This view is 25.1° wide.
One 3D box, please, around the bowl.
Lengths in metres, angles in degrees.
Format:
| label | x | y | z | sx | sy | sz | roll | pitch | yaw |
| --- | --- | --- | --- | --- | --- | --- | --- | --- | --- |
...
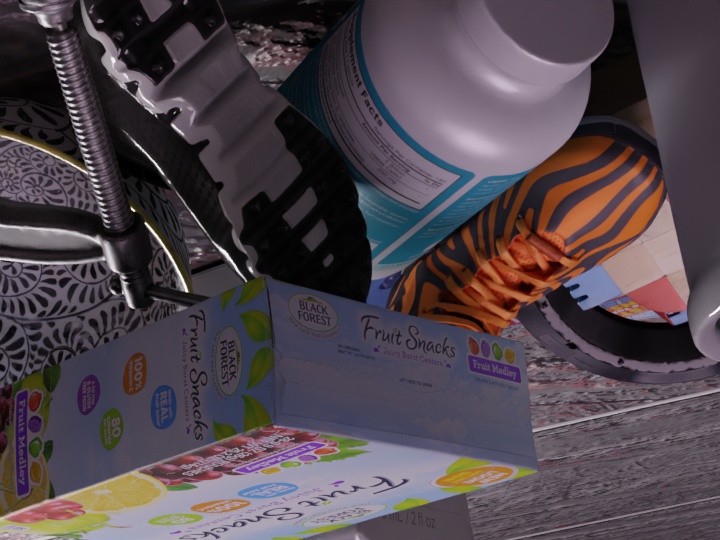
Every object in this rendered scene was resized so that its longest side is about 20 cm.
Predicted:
| label | x | y | z | sx | sy | sz | roll | pitch | yaw |
| --- | --- | --- | --- | --- | --- | --- | --- | --- | --- |
| bowl | -0.164 | -0.016 | 0.805 | 0.199 | 0.095 | 0.202 | 7 | 131 | 8 |

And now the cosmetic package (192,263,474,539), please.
| label | x | y | z | sx | sy | sz | roll | pitch | yaw |
| --- | --- | --- | --- | --- | --- | --- | --- | --- | --- |
| cosmetic package | -0.043 | 0.107 | 1.092 | 0.165 | 0.202 | 0.167 | -18 | 159 | 26 |

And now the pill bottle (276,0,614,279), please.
| label | x | y | z | sx | sy | sz | roll | pitch | yaw |
| --- | --- | --- | --- | --- | --- | --- | --- | --- | --- |
| pill bottle | 0.032 | -0.079 | 0.743 | 0.110 | 0.112 | 0.200 | 2 | 158 | -29 |

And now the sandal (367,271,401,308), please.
| label | x | y | z | sx | sy | sz | roll | pitch | yaw |
| --- | --- | --- | --- | --- | --- | --- | --- | --- | --- |
| sandal | 0.000 | 0.000 | 0.933 | 0.199 | 0.088 | 0.079 | 35 | 139 | -30 |

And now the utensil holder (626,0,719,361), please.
| label | x | y | z | sx | sy | sz | roll | pitch | yaw |
| --- | --- | --- | --- | --- | --- | --- | --- | --- | --- |
| utensil holder | 0.202 | -0.081 | 0.678 | 0.168 | 0.202 | 0.170 | -7 | 160 | -3 |

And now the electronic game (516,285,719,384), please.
| label | x | y | z | sx | sy | sz | roll | pitch | yaw |
| --- | --- | --- | --- | --- | --- | --- | --- | --- | --- |
| electronic game | 0.173 | -0.021 | 0.920 | 0.198 | 0.042 | 0.201 | 2 | 119 | 3 |

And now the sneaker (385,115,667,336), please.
| label | x | y | z | sx | sy | sz | roll | pitch | yaw |
| --- | --- | --- | --- | --- | --- | --- | --- | --- | --- |
| sneaker | 0.073 | 0.010 | 0.794 | 0.077 | 0.112 | 0.200 | 36 | 140 | -11 |

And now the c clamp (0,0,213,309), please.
| label | x | y | z | sx | sy | sz | roll | pitch | yaw |
| --- | --- | --- | --- | --- | --- | --- | --- | --- | --- |
| c clamp | -0.132 | -0.062 | 0.676 | 0.170 | 0.027 | 0.201 | 3 | 131 | 24 |

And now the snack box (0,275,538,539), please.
| label | x | y | z | sx | sy | sz | roll | pitch | yaw |
| --- | --- | --- | --- | --- | --- | --- | --- | --- | --- |
| snack box | -0.048 | 0.074 | 0.728 | 0.199 | 0.068 | 0.168 | -21 | 155 | 38 |

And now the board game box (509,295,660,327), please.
| label | x | y | z | sx | sy | sz | roll | pitch | yaw |
| --- | --- | --- | --- | --- | --- | --- | --- | --- | --- |
| board game box | 0.138 | -0.006 | 1.068 | 0.199 | 0.062 | 0.200 | -17 | 158 | 22 |

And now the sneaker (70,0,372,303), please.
| label | x | y | z | sx | sy | sz | roll | pitch | yaw |
| --- | --- | --- | --- | --- | --- | --- | --- | --- | --- |
| sneaker | -0.068 | -0.055 | 0.719 | 0.066 | 0.201 | 0.090 | -44 | -159 | -26 |

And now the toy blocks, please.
| label | x | y | z | sx | sy | sz | roll | pitch | yaw |
| --- | --- | --- | --- | --- | --- | --- | --- | --- | --- |
| toy blocks | 0.155 | -0.033 | 0.847 | 0.136 | 0.100 | 0.200 | -25 | 119 | 30 |
